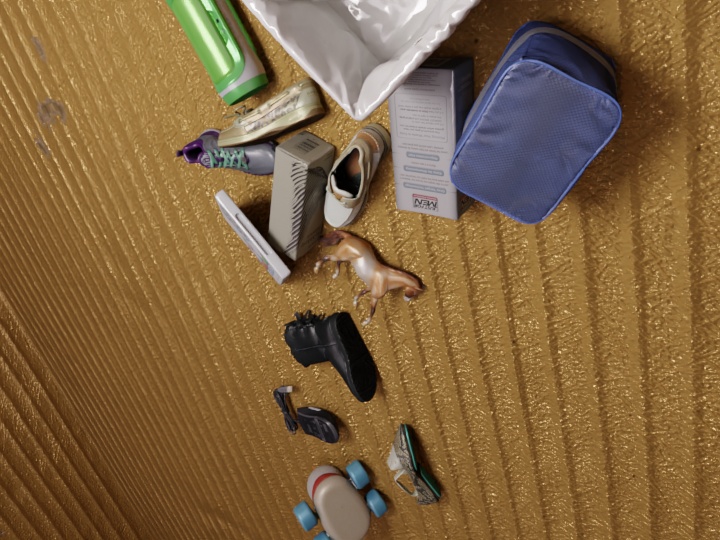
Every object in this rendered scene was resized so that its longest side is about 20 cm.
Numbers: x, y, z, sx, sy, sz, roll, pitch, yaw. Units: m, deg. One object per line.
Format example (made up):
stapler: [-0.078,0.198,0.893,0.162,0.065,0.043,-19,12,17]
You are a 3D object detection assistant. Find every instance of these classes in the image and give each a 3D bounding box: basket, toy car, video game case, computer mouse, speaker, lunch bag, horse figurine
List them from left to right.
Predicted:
speaker: [-0.223,-0.364,0.876,0.088,0.088,0.202,-15,110,44]
video game case: [-0.196,-0.053,1.051,0.183,0.024,0.200,51,170,-3]
computer mouse: [-0.122,0.325,1.328,0.199,0.046,0.142,-5,112,47]
toy car: [-0.067,0.549,1.384,0.178,0.183,0.200,60,165,-14]
horse figurine: [0.000,0.000,0.978,0.200,0.050,0.133,49,125,8]
basket: [0.014,-0.307,0.595,0.200,0.161,0.198,45,123,-9]
lunch bag: [0.194,-0.164,0.651,0.135,0.133,0.201,28,135,-2]

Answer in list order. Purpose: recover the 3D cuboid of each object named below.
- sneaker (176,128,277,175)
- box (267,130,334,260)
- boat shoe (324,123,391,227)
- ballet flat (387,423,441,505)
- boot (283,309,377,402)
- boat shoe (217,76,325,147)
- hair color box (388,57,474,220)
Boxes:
sneaker: [-0.230,-0.195,1.001,0.198,0.087,0.075,15,129,31]
box: [-0.103,-0.122,0.957,0.068,0.082,0.202,29,136,18]
boat shoe: [-0.022,-0.137,0.888,0.074,0.068,0.201,37,136,11]
ballet flat: [0.100,0.412,1.179,0.075,0.068,0.202,-24,109,7]
boot: [-0.065,0.173,1.145,0.161,0.073,0.200,-14,103,41]
boat shoe: [-0.148,-0.244,0.907,0.198,0.073,0.064,-13,98,23]
hair color box: [0.097,-0.177,0.769,0.098,0.061,0.202,14,127,31]
